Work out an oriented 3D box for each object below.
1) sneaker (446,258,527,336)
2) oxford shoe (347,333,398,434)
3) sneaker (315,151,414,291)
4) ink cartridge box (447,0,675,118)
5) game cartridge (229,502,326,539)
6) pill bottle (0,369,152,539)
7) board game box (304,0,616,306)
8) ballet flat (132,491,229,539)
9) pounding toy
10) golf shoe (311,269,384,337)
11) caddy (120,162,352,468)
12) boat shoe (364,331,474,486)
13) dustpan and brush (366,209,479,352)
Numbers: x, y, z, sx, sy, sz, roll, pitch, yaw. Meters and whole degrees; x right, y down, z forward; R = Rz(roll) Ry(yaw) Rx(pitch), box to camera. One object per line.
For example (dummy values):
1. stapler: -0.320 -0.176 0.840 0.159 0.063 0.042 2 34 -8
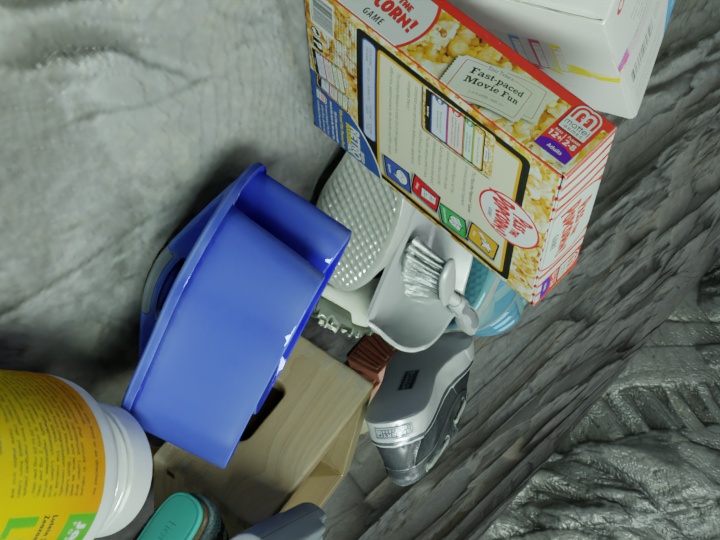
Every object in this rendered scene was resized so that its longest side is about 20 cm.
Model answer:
1. sneaker: 0.147 -0.021 1.155 0.200 0.079 0.130 -53 151 3
2. oxford shoe: -0.006 0.146 1.141 0.200 0.071 0.074 -46 128 -7
3. sneaker: 0.031 -0.075 0.840 0.082 0.074 0.201 -16 138 -52
4. ink cartridge box: 0.122 -0.197 0.711 0.129 0.124 0.200 -70 159 -4
5. game cartridge: -0.107 0.253 0.803 0.201 0.041 0.133 -54 161 10
6. pill bottle: -0.202 0.109 0.623 0.111 0.111 0.200 -52 156 9
7. board game box: 0.051 -0.087 0.692 0.046 0.200 0.152 -41 159 -19
8. ballet flat: -0.160 0.244 0.787 0.200 0.074 0.074 -46 160 -13
9. pounding toy: -0.108 0.152 0.923 0.200 0.142 0.185 -49 163 -34
10. golf shoe: 0.000 0.000 0.948 0.200 0.077 0.089 -15 129 -68
11. caddy: -0.091 0.027 0.746 0.201 0.104 0.142 -61 -179 29
12. boat shoe: 0.057 0.113 0.975 0.200 0.071 0.068 -53 132 -65
13. dustpan and brush: 0.067 0.015 0.942 0.200 0.057 0.140 64 48 -71
